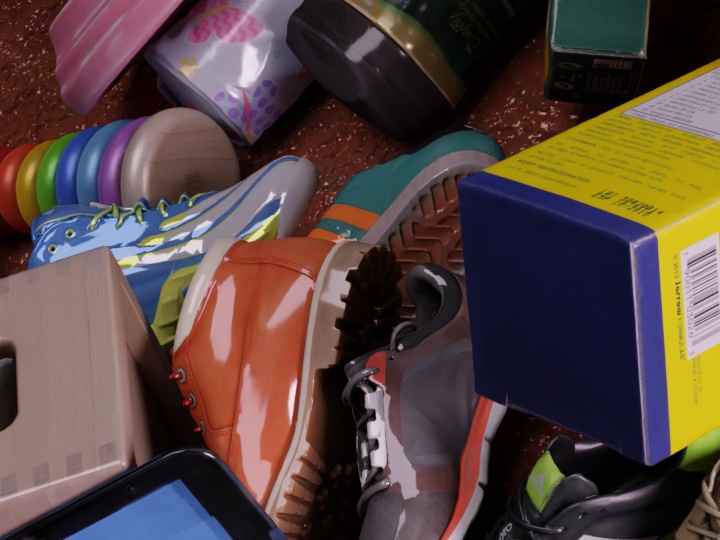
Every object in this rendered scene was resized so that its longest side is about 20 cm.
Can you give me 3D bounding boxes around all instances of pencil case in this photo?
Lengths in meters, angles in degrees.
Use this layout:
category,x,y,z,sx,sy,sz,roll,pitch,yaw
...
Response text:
category,x,y,z,sx,sy,sz,roll,pitch,yaw
pencil case,-0.034,-0.166,1.624,0.200,0.083,0.091,-49,44,-6

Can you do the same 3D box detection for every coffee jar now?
category,x,y,z,sx,sy,sz,roll,pitch,yaw
coffee jar,0.055,-0.167,1.555,0.200,0.085,0.104,-47,41,-4

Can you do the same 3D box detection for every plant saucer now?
category,x,y,z,sx,sy,sz,roll,pitch,yaw
plant saucer,-0.113,-0.178,1.639,0.201,0.051,0.201,-48,5,5

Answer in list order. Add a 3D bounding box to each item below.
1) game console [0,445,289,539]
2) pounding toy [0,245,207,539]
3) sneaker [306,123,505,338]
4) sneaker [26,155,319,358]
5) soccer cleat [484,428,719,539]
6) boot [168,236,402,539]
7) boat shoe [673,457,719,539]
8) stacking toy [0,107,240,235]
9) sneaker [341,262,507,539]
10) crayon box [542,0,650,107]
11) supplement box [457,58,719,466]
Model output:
category,x,y,z,sx,sy,sz,roll,pitch,yaw
game console,-0.106,0.207,1.318,0.200,0.118,0.171,-29,62,16
pounding toy,-0.157,0.106,1.435,0.142,0.184,0.200,-18,42,6
sneaker,0.000,0.000,1.483,0.200,0.071,0.080,-38,22,14
sneaker,-0.116,-0.010,1.512,0.200,0.105,0.076,-44,9,19
soccer cleat,0.086,0.122,1.298,0.200,0.081,0.068,-37,42,7
boot,-0.052,0.079,1.409,0.107,0.075,0.201,10,83,27
boat shoe,0.176,0.108,1.246,0.200,0.074,0.076,-46,42,-4
stacking toy,-0.165,-0.047,1.635,0.199,0.085,0.086,-1,56,42
sneaker,0.018,0.082,1.366,0.077,0.082,0.200,-44,19,53
crayon box,0.125,-0.194,1.441,0.051,0.127,0.201,5,82,3
supplement box,0.154,-0.012,1.268,0.200,0.110,0.109,-25,31,-34
